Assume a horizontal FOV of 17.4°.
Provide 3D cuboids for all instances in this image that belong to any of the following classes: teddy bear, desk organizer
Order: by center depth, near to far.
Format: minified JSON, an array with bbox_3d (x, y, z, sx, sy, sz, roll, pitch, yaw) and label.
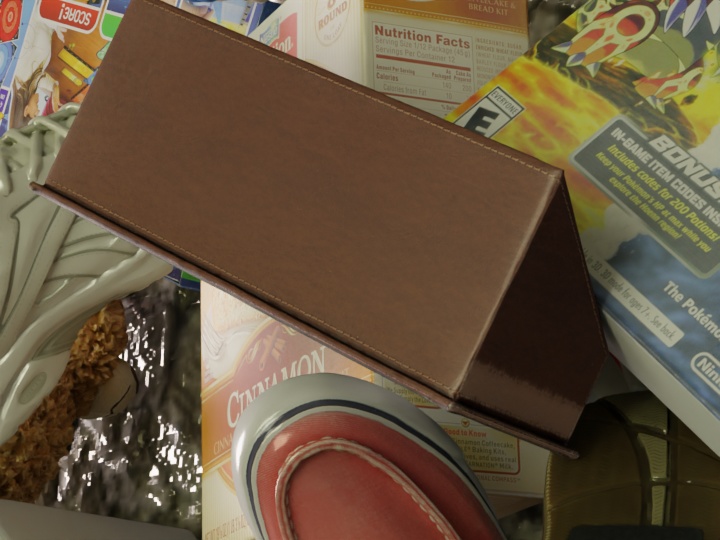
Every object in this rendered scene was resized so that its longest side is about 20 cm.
[{"bbox_3d":[-0.007,-0.019,0.756,0.200,0.072,0.077,26,91,39],"label":"desk organizer"},{"bbox_3d":[-0.155,0.083,1.003,0.067,0.200,0.145,26,131,10],"label":"teddy bear"}]

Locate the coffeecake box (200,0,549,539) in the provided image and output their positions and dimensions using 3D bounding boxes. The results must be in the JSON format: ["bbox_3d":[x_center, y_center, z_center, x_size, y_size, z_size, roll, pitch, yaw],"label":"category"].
[{"bbox_3d":[0.000,0.000,0.874,0.154,0.073,0.200,147,126,-59],"label":"coffeecake box"}]

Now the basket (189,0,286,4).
[{"bbox_3d":[-0.059,-0.189,0.924,0.139,0.200,0.176,-43,49,21],"label":"basket"}]

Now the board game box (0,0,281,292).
[{"bbox_3d":[-0.109,-0.077,1.066,0.200,0.034,0.135,21,95,47],"label":"board game box"}]

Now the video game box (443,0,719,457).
[{"bbox_3d":[0.145,-0.038,0.732,0.182,0.047,0.200,-38,47,-7],"label":"video game box"}]

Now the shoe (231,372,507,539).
[{"bbox_3d":[0.030,0.125,0.748,0.071,0.200,0.091,-31,30,4],"label":"shoe"}]

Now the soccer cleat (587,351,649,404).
[{"bbox_3d":[0.095,0.066,0.806,0.073,0.068,0.200,154,117,-67],"label":"soccer cleat"}]

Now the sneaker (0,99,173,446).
[{"bbox_3d":[-0.127,-0.023,0.893,0.200,0.099,0.078,-51,34,-1],"label":"sneaker"}]

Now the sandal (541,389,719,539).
[{"bbox_3d":[0.075,0.107,0.689,0.080,0.200,0.054,2,122,18],"label":"sandal"}]

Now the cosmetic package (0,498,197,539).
[{"bbox_3d":[-0.108,0.229,0.915,0.199,0.123,0.200,46,113,43],"label":"cosmetic package"}]
